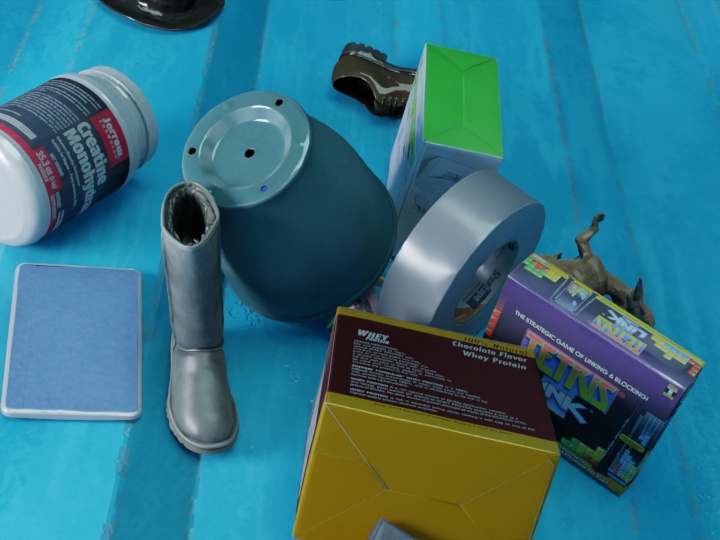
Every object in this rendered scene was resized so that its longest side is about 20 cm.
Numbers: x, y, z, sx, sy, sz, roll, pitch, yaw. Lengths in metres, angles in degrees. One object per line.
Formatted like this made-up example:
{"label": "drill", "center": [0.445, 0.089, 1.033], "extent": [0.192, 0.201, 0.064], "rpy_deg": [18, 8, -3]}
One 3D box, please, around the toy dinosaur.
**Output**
{"label": "toy dinosaur", "center": [0.244, 0.020, 1.300], "extent": [0.200, 0.086, 0.136], "rpy_deg": [-11, 55, -19]}

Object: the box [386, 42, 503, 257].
{"label": "box", "center": [0.093, -0.135, 1.344], "extent": [0.097, 0.177, 0.200], "rpy_deg": [11, 42, -6]}

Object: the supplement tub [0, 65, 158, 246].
{"label": "supplement tub", "center": [-0.331, -0.128, 1.237], "extent": [0.140, 0.140, 0.200], "rpy_deg": [32, 45, 17]}

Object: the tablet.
{"label": "tablet", "center": [-0.283, 0.068, 1.138], "extent": [0.130, 0.014, 0.200], "rpy_deg": [3, 45, -14]}

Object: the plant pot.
{"label": "plant pot", "center": [-0.084, -0.075, 1.159], "extent": [0.200, 0.188, 0.200], "rpy_deg": [-9, 61, 16]}

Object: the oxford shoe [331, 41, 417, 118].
{"label": "oxford shoe", "center": [0.054, -0.228, 1.522], "extent": [0.200, 0.073, 0.084], "rpy_deg": [20, 58, 9]}

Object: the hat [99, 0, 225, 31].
{"label": "hat", "center": [-0.286, -0.423, 1.606], "extent": [0.200, 0.081, 0.201], "rpy_deg": [8, 43, -7]}

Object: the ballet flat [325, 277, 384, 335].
{"label": "ballet flat", "center": [0.000, 0.000, 1.265], "extent": [0.071, 0.069, 0.200], "rpy_deg": [21, 43, -21]}

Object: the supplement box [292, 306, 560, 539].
{"label": "supplement box", "center": [0.055, 0.148, 1.021], "extent": [0.197, 0.133, 0.200], "rpy_deg": [13, 21, -3]}

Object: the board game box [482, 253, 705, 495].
{"label": "board game box", "center": [0.215, 0.104, 1.136], "extent": [0.200, 0.165, 0.057], "rpy_deg": [34, 45, 20]}

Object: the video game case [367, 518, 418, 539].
{"label": "video game case", "center": [0.071, 0.302, 0.885], "extent": [0.200, 0.019, 0.143], "rpy_deg": [33, 48, -1]}

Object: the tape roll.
{"label": "tape roll", "center": [0.107, -0.005, 1.193], "extent": [0.066, 0.200, 0.200], "rpy_deg": [36, 46, 22]}

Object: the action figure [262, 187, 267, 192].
{"label": "action figure", "center": [-0.111, -0.071, 1.312], "extent": [0.065, 0.052, 0.200], "rpy_deg": [-10, 53, -19]}

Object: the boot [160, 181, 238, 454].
{"label": "boot", "center": [-0.149, 0.045, 1.062], "extent": [0.073, 0.200, 0.182], "rpy_deg": [-5, 46, -20]}
